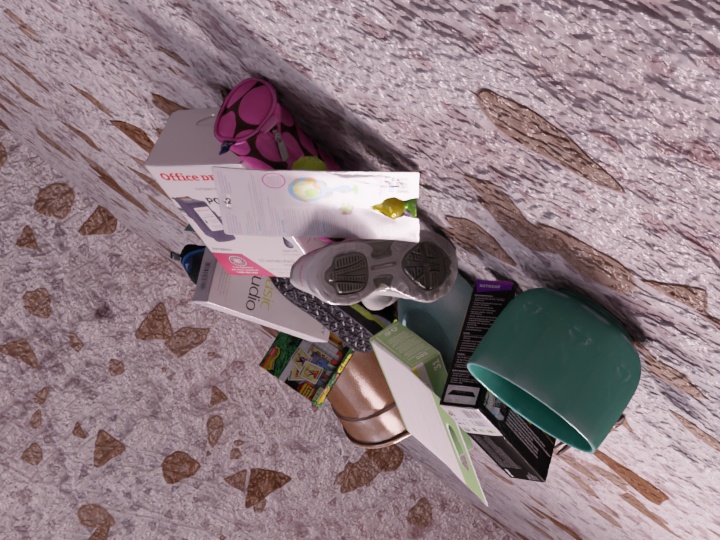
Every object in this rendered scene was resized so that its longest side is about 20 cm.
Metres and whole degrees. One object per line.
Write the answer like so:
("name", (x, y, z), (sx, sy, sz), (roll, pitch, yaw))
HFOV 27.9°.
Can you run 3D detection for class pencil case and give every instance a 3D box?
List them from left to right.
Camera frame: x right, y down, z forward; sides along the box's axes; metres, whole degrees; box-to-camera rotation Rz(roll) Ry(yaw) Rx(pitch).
("pencil case", (-0.066, -0.107, 1.498), (0.093, 0.091, 0.200), (19, 164, 44))

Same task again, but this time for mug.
("mug", (0.190, 0.086, 1.422), (0.152, 0.115, 0.185), (40, 171, -23))

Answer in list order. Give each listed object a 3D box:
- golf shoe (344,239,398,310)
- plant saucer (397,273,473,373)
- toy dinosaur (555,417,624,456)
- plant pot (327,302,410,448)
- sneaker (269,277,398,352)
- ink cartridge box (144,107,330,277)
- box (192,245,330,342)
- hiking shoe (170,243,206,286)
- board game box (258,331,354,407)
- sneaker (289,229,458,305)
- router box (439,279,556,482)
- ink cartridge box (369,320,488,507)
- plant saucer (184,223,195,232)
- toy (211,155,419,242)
("golf shoe", (0.000, 0.000, 1.654), (0.075, 0.091, 0.200), (53, 164, 20))
("plant saucer", (0.095, 0.083, 1.689), (0.201, 0.039, 0.202), (43, 148, 35))
("toy dinosaur", (0.217, 0.160, 1.800), (0.135, 0.086, 0.200), (35, 179, -40))
("plant pot", (0.004, 0.106, 2.010), (0.199, 0.200, 0.200), (51, 164, -28))
("sneaker", (-0.034, 0.016, 1.772), (0.200, 0.083, 0.072), (45, 140, -12))
("ink cartridge box", (-0.126, -0.085, 1.623), (0.144, 0.085, 0.200), (2, 143, 34))
("box", (-0.106, -0.004, 1.791), (0.199, 0.145, 0.036), (21, 168, -41))
("hiking shoe", (-0.140, -0.013, 1.853), (0.199, 0.075, 0.087), (-2, -143, -46))
("board game box", (-0.040, 0.067, 1.892), (0.104, 0.201, 0.023), (30, 176, 31))
("sneaker", (0.012, -0.007, 1.531), (0.199, 0.079, 0.099), (0, -176, -35))
("router box", (0.164, 0.123, 1.571), (0.051, 0.150, 0.200), (4, 152, 32))
("ink cartridge box", (0.092, 0.159, 1.640), (0.200, 0.048, 0.146), (35, 151, 56))
("plant saucer", (-0.135, -0.056, 1.938), (0.198, 0.036, 0.200), (8, 180, 0))
("toy", (-0.039, -0.078, 1.428), (0.198, 0.047, 0.115), (5, 147, 5))
